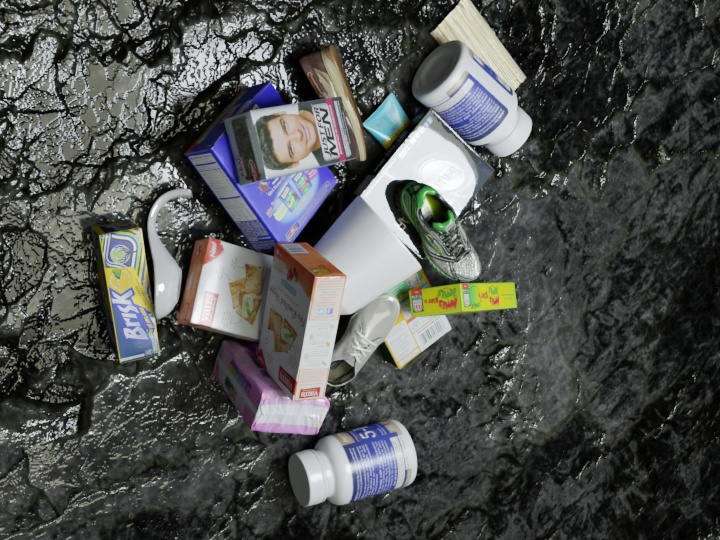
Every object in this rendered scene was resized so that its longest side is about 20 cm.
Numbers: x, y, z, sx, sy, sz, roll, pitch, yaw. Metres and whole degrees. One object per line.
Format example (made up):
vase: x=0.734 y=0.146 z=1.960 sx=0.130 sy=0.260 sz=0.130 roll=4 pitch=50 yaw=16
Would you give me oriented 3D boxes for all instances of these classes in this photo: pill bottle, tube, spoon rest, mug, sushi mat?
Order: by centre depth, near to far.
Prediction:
spoon rest: x=-0.296 y=-0.026 z=1.424 sx=0.061 sy=0.099 sz=0.200 roll=8 pitch=85 yaw=-6
mug: x=0.000 y=0.000 z=1.479 sx=0.153 sy=0.149 sz=0.187 roll=-41 pitch=123 yaw=0
pill bottle: x=0.194 y=-0.284 z=1.599 sx=0.200 sy=0.120 sz=0.120 roll=35 pitch=85 yaw=-31
tube: x=0.086 y=-0.201 z=1.609 sx=0.200 sy=0.050 sz=0.077 roll=49 pitch=67 yaw=-24
pill bottle: x=-0.015 y=0.338 z=1.636 sx=0.200 sy=0.120 sz=0.120 roll=-10 pitch=107 yaw=-27
sushi mat: x=0.208 y=-0.373 z=1.646 sx=0.096 sy=0.012 sz=0.200 roll=-50 pitch=120 yaw=-10

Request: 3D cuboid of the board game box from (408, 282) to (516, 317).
board game box: x=0.181 y=0.050 z=1.640 sx=0.200 sy=0.101 sz=0.048 roll=0 pitch=82 yaw=-55

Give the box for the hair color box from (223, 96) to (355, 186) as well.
hair color box: x=-0.100 y=-0.193 z=1.391 sx=0.200 sy=0.061 sz=0.099 roll=-21 pitch=100 yaw=-48

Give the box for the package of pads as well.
package of pads: x=-0.143 y=0.183 z=1.486 sx=0.120 sy=0.200 sz=0.076 roll=12 pitch=104 yaw=-31

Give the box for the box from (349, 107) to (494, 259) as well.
box: x=0.103 y=-0.144 z=1.577 sx=0.160 sy=0.044 sz=0.200 roll=42 pitch=83 yaw=-20

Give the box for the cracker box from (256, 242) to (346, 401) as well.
cracker box: x=-0.090 y=0.074 z=1.394 sx=0.058 sy=0.134 sz=0.200 roll=-2 pitch=113 yaw=-31

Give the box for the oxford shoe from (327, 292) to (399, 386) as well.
oxford shoe: x=-0.001 y=0.123 z=1.596 sx=0.075 sy=0.058 sz=0.200 roll=35 pitch=106 yaw=-19

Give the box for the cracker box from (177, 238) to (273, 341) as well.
cracker box: x=-0.175 y=0.040 z=1.490 sx=0.200 sy=0.058 sz=0.134 roll=17 pitch=79 yaw=-30

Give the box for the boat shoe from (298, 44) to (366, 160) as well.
boat shoe: x=-0.045 y=-0.260 z=1.514 sx=0.072 sy=0.072 sz=0.200 roll=-17 pitch=125 yaw=8

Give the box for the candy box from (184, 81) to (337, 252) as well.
candy box: x=-0.148 y=-0.156 z=1.437 sx=0.200 sy=0.077 sz=0.169 roll=57 pitch=50 yaw=-29

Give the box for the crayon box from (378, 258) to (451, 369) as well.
crayon box: x=0.065 y=0.055 z=1.655 sx=0.126 sy=0.052 sz=0.200 roll=-36 pitch=118 yaw=-17

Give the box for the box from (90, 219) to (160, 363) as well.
box: x=-0.351 y=0.031 z=1.410 sx=0.064 sy=0.070 sz=0.200 roll=-13 pitch=108 yaw=-23

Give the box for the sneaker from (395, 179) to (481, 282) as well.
sneaker: x=0.132 y=-0.057 z=1.532 sx=0.078 sy=0.085 sz=0.200 roll=-42 pitch=110 yaw=-9
